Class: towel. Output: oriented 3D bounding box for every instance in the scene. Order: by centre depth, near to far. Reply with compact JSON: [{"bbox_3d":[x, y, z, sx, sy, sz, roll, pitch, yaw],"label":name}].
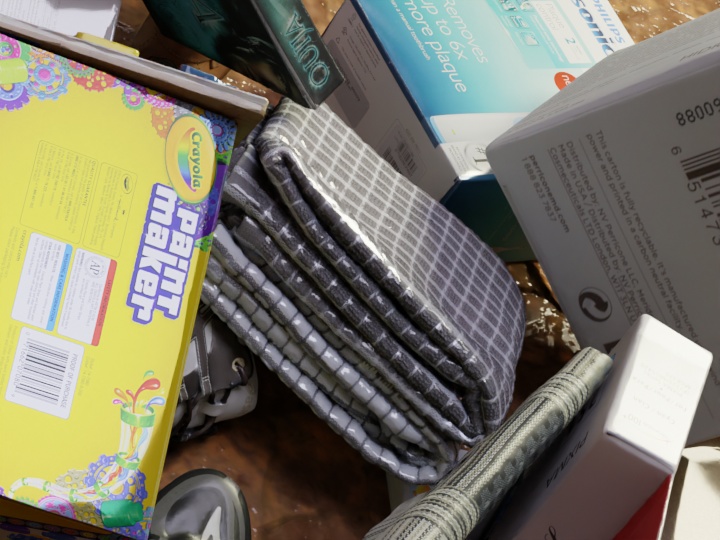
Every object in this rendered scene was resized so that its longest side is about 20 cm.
[{"bbox_3d":[0.017,0.127,1.390,0.035,0.200,0.193,45,46,2],"label":"towel"},{"bbox_3d":[0.000,0.000,1.546,0.200,0.086,0.166,45,21,-10],"label":"towel"}]

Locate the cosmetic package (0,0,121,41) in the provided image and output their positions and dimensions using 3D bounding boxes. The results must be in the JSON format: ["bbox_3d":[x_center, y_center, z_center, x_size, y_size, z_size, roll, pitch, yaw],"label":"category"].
[{"bbox_3d":[-0.179,-0.050,1.482,0.083,0.051,0.200,15,69,-15],"label":"cosmetic package"}]

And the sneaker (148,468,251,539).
[{"bbox_3d":[-0.094,0.159,1.376,0.071,0.083,0.200,35,39,-1],"label":"sneaker"}]

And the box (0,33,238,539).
[{"bbox_3d":[-0.162,0.033,1.321,0.122,0.193,0.200,20,66,-19],"label":"box"}]

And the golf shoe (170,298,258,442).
[{"bbox_3d":[-0.096,0.055,1.485,0.094,0.078,0.200,30,41,-7],"label":"golf shoe"}]

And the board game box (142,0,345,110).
[{"bbox_3d":[-0.094,-0.177,1.520,0.028,0.200,0.135,-45,44,-16],"label":"board game box"}]

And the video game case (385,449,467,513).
[{"bbox_3d":[0.087,0.181,1.535,0.143,0.018,0.200,15,44,-23],"label":"video game case"}]

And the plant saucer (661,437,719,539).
[{"bbox_3d":[0.227,0.157,1.645,0.200,0.032,0.200,20,40,-18],"label":"plant saucer"}]

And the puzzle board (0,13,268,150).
[{"bbox_3d":[-0.139,-0.072,1.365,0.151,0.200,0.017,18,70,-13],"label":"puzzle board"}]

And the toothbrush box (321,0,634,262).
[{"bbox_3d":[0.083,-0.086,1.744,0.200,0.085,0.146,-3,53,-39],"label":"toothbrush box"}]

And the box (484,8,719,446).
[{"bbox_3d":[0.216,-0.037,1.603,0.171,0.200,0.199,-37,104,-50],"label":"box"}]

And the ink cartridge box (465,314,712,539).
[{"bbox_3d":[0.085,0.142,1.399,0.045,0.200,0.176,30,39,-5],"label":"ink cartridge box"}]

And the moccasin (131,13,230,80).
[{"bbox_3d":[-0.078,-0.170,1.718,0.074,0.078,0.201,37,39,1],"label":"moccasin"}]
